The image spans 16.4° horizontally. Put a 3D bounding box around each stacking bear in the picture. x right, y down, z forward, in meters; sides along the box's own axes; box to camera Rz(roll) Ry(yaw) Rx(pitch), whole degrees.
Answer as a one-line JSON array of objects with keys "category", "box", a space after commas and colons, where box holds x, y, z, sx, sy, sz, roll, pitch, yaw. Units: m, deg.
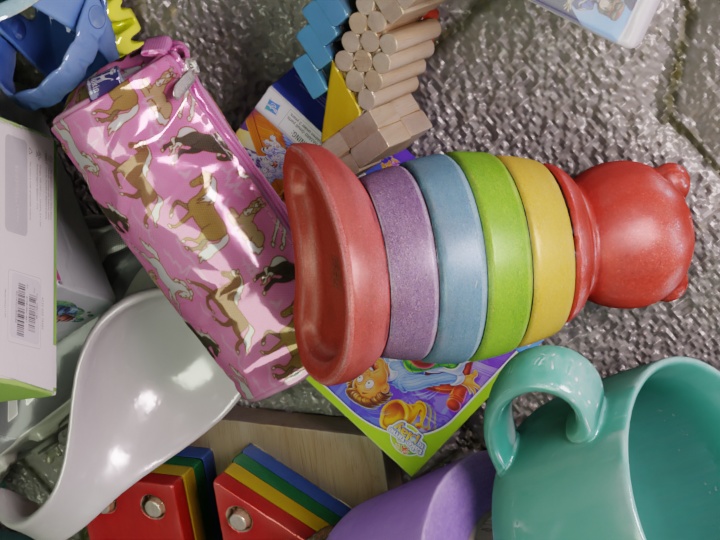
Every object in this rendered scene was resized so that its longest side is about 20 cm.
[{"category": "stacking bear", "box": [0.073, -0.011, 1.263, 0.199, 0.114, 0.122, -7, 103, -16]}]

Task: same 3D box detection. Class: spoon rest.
[{"category": "spoon rest", "box": [-0.140, 0.088, 1.426, 0.099, 0.061, 0.200, 28, 116, -26]}]

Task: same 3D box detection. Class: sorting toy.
[{"category": "sorting toy", "box": [-0.070, 0.186, 1.502, 0.198, 0.070, 0.201, 5, 117, 27]}]

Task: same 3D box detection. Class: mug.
[{"category": "mug", "box": [0.134, 0.119, 1.306, 0.114, 0.152, 0.186, -22, 90, 39]}]

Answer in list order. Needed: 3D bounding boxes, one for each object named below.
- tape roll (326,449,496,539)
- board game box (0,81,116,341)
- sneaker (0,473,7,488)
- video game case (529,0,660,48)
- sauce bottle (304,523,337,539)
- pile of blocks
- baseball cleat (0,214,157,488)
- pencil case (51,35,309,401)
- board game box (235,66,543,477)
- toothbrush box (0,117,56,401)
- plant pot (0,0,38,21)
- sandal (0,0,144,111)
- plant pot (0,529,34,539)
[{"category": "tape roll", "box": [0.070, 0.204, 1.353, 0.085, 0.200, 0.200, -28, 100, 36]}, {"category": "board game box", "box": [-0.257, 0.000, 1.444, 0.200, 0.064, 0.148, -32, 68, 21]}, {"category": "sneaker", "box": [-0.288, 0.076, 1.567, 0.091, 0.077, 0.201, -13, 99, 37]}, {"category": "video game case", "box": [0.092, -0.234, 1.182, 0.182, 0.023, 0.201, 28, 106, 13]}, {"category": "sauce bottle", "box": [0.040, 0.221, 1.428, 0.066, 0.066, 0.200, -30, 123, 36]}, {"category": "pile of blocks", "box": [0.012, -0.144, 1.291, 0.082, 0.062, 0.201, 26, 117, 24]}, {"category": "baseball cleat", "box": [-0.181, 0.038, 1.483, 0.200, 0.070, 0.107, -41, 81, 20]}, {"category": "pencil case", "box": [-0.079, -0.026, 1.332, 0.200, 0.083, 0.086, 56, 158, -7]}, {"category": "board game box", "box": [0.000, 0.000, 1.380, 0.200, 0.045, 0.135, 42, 128, 3]}, {"category": "toothbrush box", "box": [-0.270, 0.001, 1.366, 0.199, 0.086, 0.147, -8, 77, 25]}, {"category": "plant pot", "box": [-0.249, -0.198, 1.241, 0.201, 0.200, 0.196, 58, 154, -10]}, {"category": "sandal", "box": [-0.179, -0.169, 1.364, 0.079, 0.087, 0.201, -12, 107, 35]}, {"category": "plant pot", "box": [-0.255, 0.272, 1.614, 0.141, 0.141, 0.201, 9, 112, 24]}]
